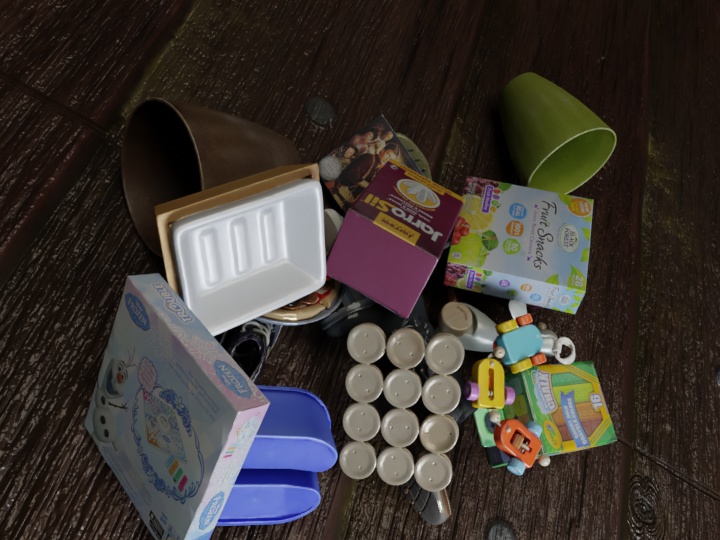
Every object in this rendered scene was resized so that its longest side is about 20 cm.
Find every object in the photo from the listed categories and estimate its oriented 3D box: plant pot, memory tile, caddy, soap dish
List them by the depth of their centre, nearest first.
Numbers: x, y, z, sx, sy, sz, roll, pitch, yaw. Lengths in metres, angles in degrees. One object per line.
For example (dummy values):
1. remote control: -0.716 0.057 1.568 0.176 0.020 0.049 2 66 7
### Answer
1. soap dish: -0.133 -0.026 0.728 0.197 0.160 0.081 -24 38 -33
2. caddy: -0.121 0.203 0.738 0.196 0.144 0.105 10 26 -27
3. memory tile: 0.051 0.172 0.814 0.149 0.017 0.205 6 97 7
4. plant pot: -0.178 -0.125 0.846 0.198 0.186 0.190 -14 75 -47
5. plant pot: 0.346 -0.269 1.221 0.184 0.188 0.203 -7 57 -32

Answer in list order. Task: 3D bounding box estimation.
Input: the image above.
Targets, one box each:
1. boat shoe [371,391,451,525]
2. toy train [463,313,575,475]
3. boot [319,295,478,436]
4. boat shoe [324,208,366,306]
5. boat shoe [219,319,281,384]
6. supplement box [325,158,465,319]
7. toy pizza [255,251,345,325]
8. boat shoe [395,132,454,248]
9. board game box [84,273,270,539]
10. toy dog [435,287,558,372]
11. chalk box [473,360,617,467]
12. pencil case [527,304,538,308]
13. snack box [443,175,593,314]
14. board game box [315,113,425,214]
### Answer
1. boat shoe: 0.083 0.240 0.884 0.071 0.075 0.204 -12 77 -36
2. toy train: 0.211 0.163 0.881 0.149 0.056 0.202 35 66 -10
3. boot: 0.052 0.129 0.858 0.162 0.066 0.204 -18 82 -27
4. boat shoe: 0.000 0.000 0.943 0.068 0.072 0.203 -22 80 -37
5. boat shoe: -0.133 0.081 0.815 0.074 0.093 0.203 27 57 -16
6. supplement box: 0.049 -0.050 0.865 0.129 0.104 0.201 29 33 3
7. toy pizza: -0.111 -0.007 0.852 0.196 0.032 0.202 15 36 -11
8. boat shoe: 0.086 -0.123 1.052 0.074 0.068 0.203 -24 83 -23
9. board game box: -0.193 0.143 0.643 0.199 0.202 0.043 41 29 29
10. toy dog: 0.197 0.080 0.988 0.196 0.132 0.098 20 55 -22
11. chalk box: 0.257 0.216 0.964 0.196 0.124 0.127 -1 68 -30
12. pencil case: 0.292 -0.034 1.124 0.087 0.088 0.204 13 63 -24
13. snack box: 0.236 -0.042 0.961 0.195 0.068 0.171 12 58 8
14. board game box: 0.036 -0.117 0.993 0.134 0.035 0.202 -35 87 3
